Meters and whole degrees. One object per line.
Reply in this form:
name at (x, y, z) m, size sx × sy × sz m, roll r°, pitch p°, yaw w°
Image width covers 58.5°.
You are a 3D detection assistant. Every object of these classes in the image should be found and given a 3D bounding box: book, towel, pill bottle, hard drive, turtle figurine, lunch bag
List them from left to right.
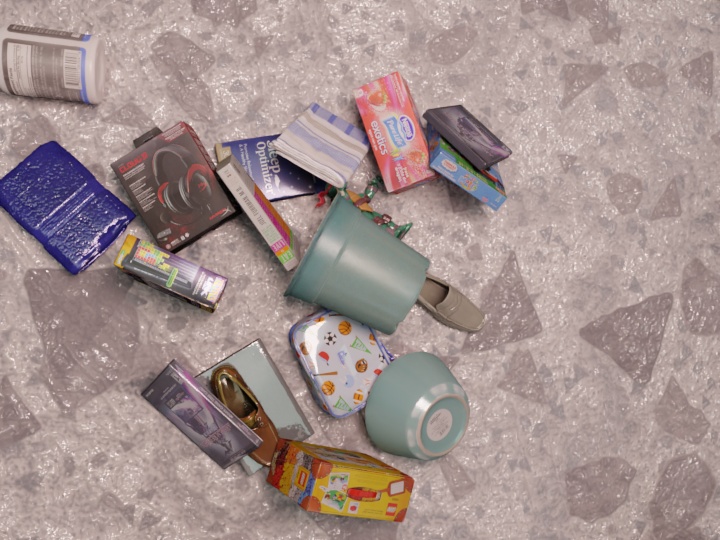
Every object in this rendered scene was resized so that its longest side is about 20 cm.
pill bottle at (-0.540, -0.347, 1.079) m, size 0.198 × 0.114 × 0.115 m, roll 4°, pitch 85°, yaw -12°
towel at (-0.508, -0.108, 1.105) m, size 0.200 × 0.050 × 0.148 m, roll 44°, pitch 71°, yaw -6°
hard drive at (-0.191, 0.244, 1.155) m, size 0.139 × 0.033 × 0.201 m, roll -31°, pitch 93°, yaw -13°
book at (-0.174, -0.102, 1.107) m, size 0.048 × 0.134 × 0.201 m, roll -33°, pitch 109°, yaw 0°
towel at (-0.062, -0.230, 1.155) m, size 0.146 × 0.024 × 0.200 m, roll 30°, pitch 39°, yaw -1°
lunch bag at (-0.028, 0.161, 1.178) m, size 0.159 × 0.076 × 0.201 m, roll -27°, pitch 93°, yaw -18°
turtle figurine at (0.001, -0.128, 1.197) m, size 0.200 × 0.101 × 0.150 m, roll 40°, pitch 35°, yaw 6°

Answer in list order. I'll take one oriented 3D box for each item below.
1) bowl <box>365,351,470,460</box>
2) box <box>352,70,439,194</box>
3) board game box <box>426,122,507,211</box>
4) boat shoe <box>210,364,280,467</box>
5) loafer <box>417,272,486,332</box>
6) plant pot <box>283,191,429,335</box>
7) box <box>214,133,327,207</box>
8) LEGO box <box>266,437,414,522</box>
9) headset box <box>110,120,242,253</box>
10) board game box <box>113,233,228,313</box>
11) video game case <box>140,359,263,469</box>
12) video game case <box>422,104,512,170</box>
bowl at (0.119, 0.257, 1.151) m, size 0.200 × 0.105 × 0.203 m, roll -9°, pitch 106°, yaw -32°
box at (0.070, -0.253, 1.204) m, size 0.094 × 0.103 × 0.201 m, roll -19°, pitch 89°, yaw 13°
board game box at (0.194, -0.208, 1.198) m, size 0.151 × 0.201 × 0.037 m, roll 31°, pitch 120°, yaw -16°
boat shoe at (-0.196, 0.256, 1.100) m, size 0.072 × 0.068 × 0.201 m, roll -35°, pitch 95°, yaw -14°
loafer at (0.157, 0.058, 1.229) m, size 0.199 × 0.070 × 0.070 m, roll 28°, pitch 80°, yaw -9°
plant pot at (0.000, 0.000, 1.097) m, size 0.195 × 0.200 × 0.201 m, roll 28°, pitch 80°, yaw -5°
box at (-0.161, -0.190, 1.196) m, size 0.198 × 0.032 × 0.122 m, roll -12°, pitch 88°, yaw -14°
LEGO box at (-0.034, 0.355, 1.091) m, size 0.199 × 0.149 × 0.078 m, roll 21°, pitch 82°, yaw -33°
headset box at (-0.322, -0.150, 1.119) m, size 0.148 × 0.075 × 0.201 m, roll -30°, pitch 93°, yaw 0°
board game box at (-0.306, 0.011, 1.061) m, size 0.164 × 0.200 × 0.057 m, roll 24°, pitch 79°, yaw -11°
video game case at (-0.271, 0.248, 1.088) m, size 0.200 × 0.143 × 0.019 m, roll 45°, pitch 44°, yaw -5°
video game case at (0.204, -0.252, 1.198) m, size 0.143 × 0.200 × 0.019 m, roll 45°, pitch 118°, yaw 8°
